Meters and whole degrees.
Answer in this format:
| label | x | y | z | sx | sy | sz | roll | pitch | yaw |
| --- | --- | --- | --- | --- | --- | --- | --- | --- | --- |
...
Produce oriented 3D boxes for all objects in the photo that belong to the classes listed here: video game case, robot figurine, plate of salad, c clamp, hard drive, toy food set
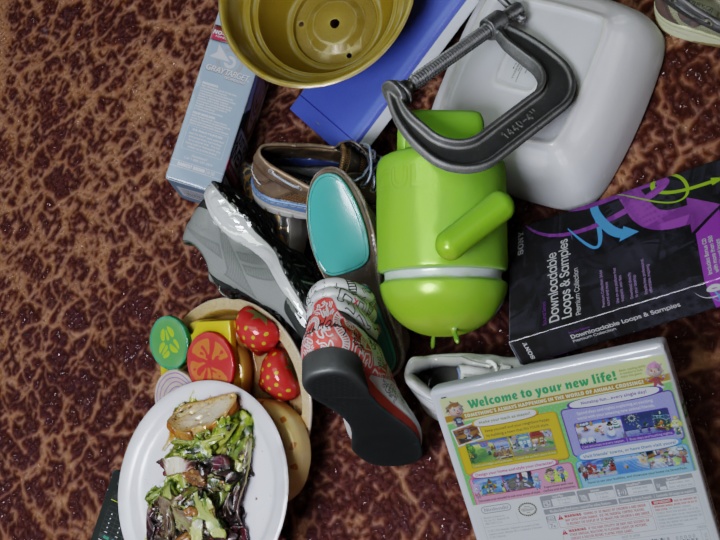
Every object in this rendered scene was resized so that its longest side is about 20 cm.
| label | x | y | z | sx | sy | sz | roll | pitch | yaw |
| --- | --- | --- | --- | --- | --- | --- | --- | --- | --- |
| video game case | 0.173 | 0.161 | 0.904 | 0.198 | 0.022 | 0.184 | -14 | 99 | 26 |
| robot figurine | 0.071 | -0.035 | 0.977 | 0.114 | 0.175 | 0.203 | 0 | 84 | -10 |
| plate of salad | -0.154 | 0.202 | 1.034 | 0.198 | 0.048 | 0.203 | -7 | 75 | 28 |
| c clamp | 0.094 | -0.169 | 0.965 | 0.170 | 0.027 | 0.200 | 38 | 61 | 15 |
| hard drive | 0.020 | -0.217 | 1.134 | 0.201 | 0.025 | 0.132 | -52 | 40 | 6 |
| toy food set | -0.130 | 0.128 | 1.091 | 0.196 | 0.048 | 0.203 | -5 | 92 | 34 |

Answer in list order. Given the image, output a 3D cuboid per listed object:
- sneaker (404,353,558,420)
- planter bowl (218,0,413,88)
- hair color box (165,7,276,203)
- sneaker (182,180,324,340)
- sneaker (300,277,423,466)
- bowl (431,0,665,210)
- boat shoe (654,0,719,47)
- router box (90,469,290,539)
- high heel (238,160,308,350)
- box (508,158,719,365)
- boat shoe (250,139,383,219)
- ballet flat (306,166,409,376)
| label | x | y | z | sx | sy | sz | roll | pitch | yaw |
| --- | --- | --- | --- | --- | --- | --- | --- | --- | --- |
| sneaker | 0.127 | 0.106 | 0.960 | 0.197 | 0.087 | 0.076 | -2 | 73 | 28 |
| planter bowl | -0.034 | -0.260 | 1.106 | 0.197 | 0.083 | 0.204 | -4 | 75 | 14 |
| hair color box | -0.141 | -0.174 | 1.181 | 0.060 | 0.099 | 0.203 | 16 | 83 | 2 |
| sneaker | -0.094 | 0.005 | 1.058 | 0.080 | 0.074 | 0.200 | -49 | 64 | 13 |
| sneaker | 0.007 | 0.088 | 0.982 | 0.066 | 0.202 | 0.109 | -13 | 53 | 18 |
| bowl | 0.161 | -0.174 | 1.034 | 0.198 | 0.074 | 0.202 | 23 | 86 | 32 |
| boat shoe | 0.340 | -0.221 | 0.949 | 0.198 | 0.065 | 0.074 | 14 | 81 | 31 |
| router box | -0.179 | 0.298 | 1.089 | 0.198 | 0.062 | 0.152 | 15 | 82 | 32 |
| high heel | -0.103 | -0.009 | 1.137 | 0.143 | 0.071 | 0.200 | -47 | 60 | 13 |
| box | 0.218 | -0.008 | 0.934 | 0.198 | 0.036 | 0.144 | -21 | 36 | 24 |
| boat shoe | -0.009 | -0.082 | 1.063 | 0.197 | 0.073 | 0.073 | 4 | 60 | 2 |
| ballet flat | 0.000 | 0.000 | 1.042 | 0.067 | 0.067 | 0.203 | -11 | 98 | 25 |
